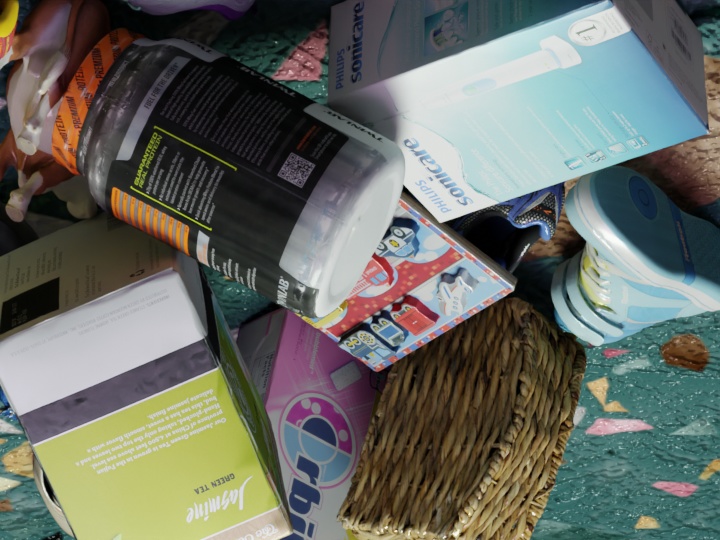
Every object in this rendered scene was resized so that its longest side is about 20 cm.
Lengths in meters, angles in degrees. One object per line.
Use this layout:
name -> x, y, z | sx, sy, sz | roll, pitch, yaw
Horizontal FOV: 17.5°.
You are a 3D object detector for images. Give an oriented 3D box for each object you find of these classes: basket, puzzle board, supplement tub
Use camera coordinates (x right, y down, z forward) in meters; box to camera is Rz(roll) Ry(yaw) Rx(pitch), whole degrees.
basket -> 0.101, 0.135, 1.725 | 0.142, 0.200, 0.149 | -1, 149, 41
puzzle board -> 0.000, 0.000, 1.638 | 0.151, 0.017, 0.200 | 36, 147, -13
supplement tub -> -0.083, -0.065, 1.454 | 0.200, 0.123, 0.123 | 28, 145, 11

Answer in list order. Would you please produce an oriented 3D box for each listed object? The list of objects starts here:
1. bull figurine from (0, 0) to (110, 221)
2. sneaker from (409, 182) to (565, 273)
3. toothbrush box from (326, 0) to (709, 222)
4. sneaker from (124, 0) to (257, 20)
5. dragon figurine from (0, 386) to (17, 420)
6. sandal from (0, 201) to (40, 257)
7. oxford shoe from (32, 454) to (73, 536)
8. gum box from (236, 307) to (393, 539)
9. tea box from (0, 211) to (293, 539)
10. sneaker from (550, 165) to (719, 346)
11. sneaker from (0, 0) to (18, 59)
bull figurine -> -0.203, -0.095, 1.519 | 0.065, 0.122, 0.200 | 24, 139, 13
sneaker -> 0.069, -0.021, 1.632 | 0.075, 0.079, 0.200 | 22, 139, -26
toothbrush box -> 0.099, -0.127, 1.478 | 0.200, 0.086, 0.146 | -20, 139, 26
sneaker -> -0.152, -0.184, 1.420 | 0.199, 0.075, 0.088 | 7, 149, -9
dragon figurine -> -0.296, 0.055, 1.763 | 0.200, 0.059, 0.099 | 25, 138, -31
sandal -> -0.236, 0.034, 1.656 | 0.076, 0.043, 0.201 | -20, 102, 50
oxford shoe -> -0.239, 0.175, 1.914 | 0.071, 0.074, 0.200 | -1, 144, 2
gum box -> -0.047, 0.133, 1.752 | 0.113, 0.201, 0.066 | 30, 147, -30
tea box -> -0.145, 0.080, 1.542 | 0.133, 0.200, 0.197 | -22, 108, 1
sneaker -> 0.169, -0.001, 1.639 | 0.130, 0.080, 0.200 | -22, 148, 30
sneaker -> -0.275, -0.201, 1.358 | 0.200, 0.073, 0.077 | 37, 149, -5
